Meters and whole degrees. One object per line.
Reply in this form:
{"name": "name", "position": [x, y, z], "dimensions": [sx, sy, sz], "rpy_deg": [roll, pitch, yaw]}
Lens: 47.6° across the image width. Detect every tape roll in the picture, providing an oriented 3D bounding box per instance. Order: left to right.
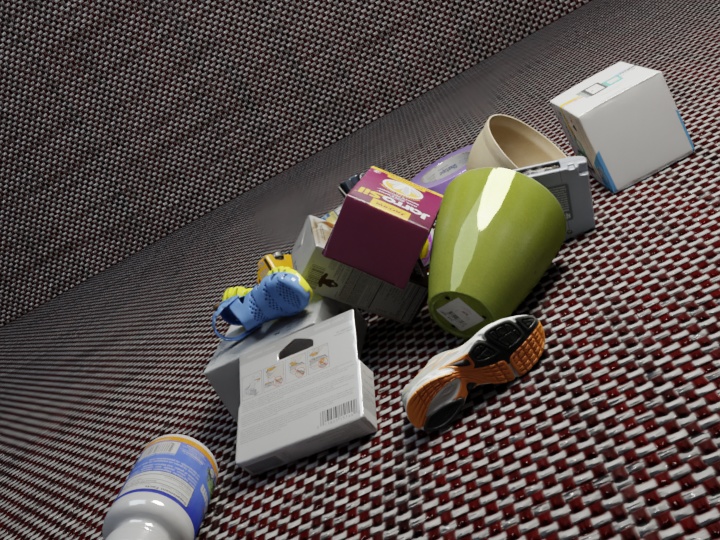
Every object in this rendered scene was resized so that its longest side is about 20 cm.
{"name": "tape roll", "position": [0.204, -0.198, 1.764], "dimensions": [0.200, 0.066, 0.200], "rpy_deg": [-27, 17, 9]}

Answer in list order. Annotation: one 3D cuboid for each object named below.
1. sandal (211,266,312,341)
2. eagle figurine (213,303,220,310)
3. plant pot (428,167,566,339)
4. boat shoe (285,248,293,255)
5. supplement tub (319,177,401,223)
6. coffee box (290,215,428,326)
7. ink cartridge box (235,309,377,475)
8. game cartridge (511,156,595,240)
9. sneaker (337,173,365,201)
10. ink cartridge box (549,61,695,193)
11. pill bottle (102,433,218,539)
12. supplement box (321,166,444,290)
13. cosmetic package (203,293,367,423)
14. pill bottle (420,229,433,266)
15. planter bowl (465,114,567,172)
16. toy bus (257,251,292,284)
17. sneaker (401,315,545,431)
{"name": "sandal", "position": [-0.151, 0.058, 1.213], "dimensions": [0.200, 0.080, 0.087], "rpy_deg": [-25, 20, 42]}
{"name": "eagle figurine", "position": [-0.156, 0.054, 1.585], "dimensions": [0.200, 0.151, 0.152], "rpy_deg": [-11, 39, -42]}
{"name": "plant pot", "position": [0.171, -0.008, 1.136], "dimensions": [0.187, 0.187, 0.200], "rpy_deg": [-15, 36, 42]}
{"name": "boat shoe", "position": [-0.135, -0.020, 1.815], "dimensions": [0.084, 0.069, 0.200], "rpy_deg": [-39, 19, -26]}
{"name": "supplement tub", "position": [0.022, -0.079, 1.591], "dimensions": [0.200, 0.145, 0.145], "rpy_deg": [-32, 17, -3]}
{"name": "coffee box", "position": [0.000, 0.000, 1.277], "dimensions": [0.080, 0.200, 0.114], "rpy_deg": [-62, 21, 22]}
{"name": "ink cartridge box", "position": [-0.077, 0.166, 1.117], "dimensions": [0.200, 0.045, 0.176], "rpy_deg": [-23, 45, 20]}
{"name": "game cartridge", "position": [0.251, -0.092, 1.245], "dimensions": [0.200, 0.133, 0.042], "rpy_deg": [-11, 39, 11]}
{"name": "sneaker", "position": [0.002, -0.124, 1.757], "dimensions": [0.077, 0.146, 0.202], "rpy_deg": [-24, 20, 15]}
{"name": "ink cartridge box", "position": [0.435, -0.247, 1.379], "dimensions": [0.146, 0.147, 0.200], "rpy_deg": [-28, 16, 9]}
{"name": "pill bottle", "position": [-0.254, 0.305, 1.026], "dimensions": [0.112, 0.112, 0.200], "rpy_deg": [-26, 18, 14]}
{"name": "supplement box", "position": [0.039, -0.069, 1.218], "dimensions": [0.200, 0.131, 0.103], "rpy_deg": [-60, -7, -67]}
{"name": "cosmetic package", "position": [-0.112, 0.122, 1.291], "dimensions": [0.200, 0.123, 0.199], "rpy_deg": [-27, 17, 16]}
{"name": "pill bottle", "position": [0.032, -0.043, 1.420], "dimensions": [0.200, 0.104, 0.104], "rpy_deg": [-9, -2, -44]}
{"name": "planter bowl", "position": [0.253, -0.142, 1.358], "dimensions": [0.135, 0.200, 0.200], "rpy_deg": [-52, 3, 34]}
{"name": "toy bus", "position": [-0.113, 0.015, 1.445], "dimensions": [0.078, 0.065, 0.200], "rpy_deg": [-39, -18, 25]}
{"name": "sneaker", "position": [0.130, 0.112, 1.003], "dimensions": [0.200, 0.076, 0.092], "rpy_deg": [-31, 13, -7]}
